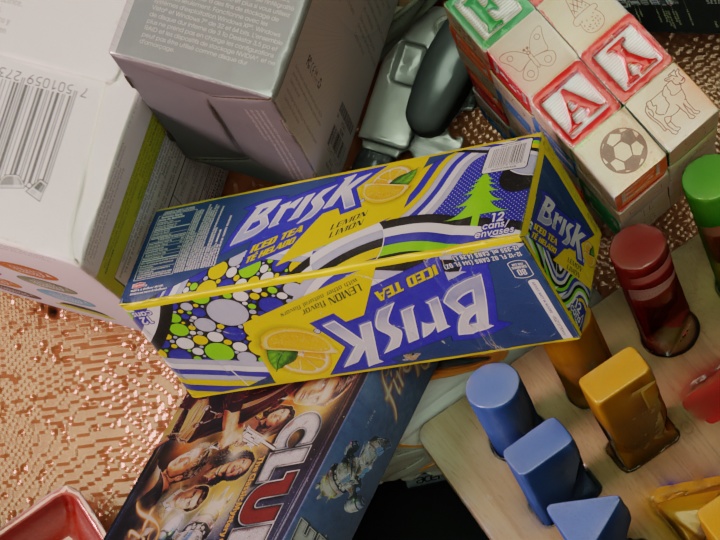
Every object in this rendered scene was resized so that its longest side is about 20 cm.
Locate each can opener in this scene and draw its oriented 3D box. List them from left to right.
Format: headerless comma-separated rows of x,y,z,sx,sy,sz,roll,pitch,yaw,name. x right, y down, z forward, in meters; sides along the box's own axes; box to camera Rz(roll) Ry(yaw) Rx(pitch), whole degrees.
0.015,-0.042,1.136,0.053,0.066,0.200,18,89,9,can opener

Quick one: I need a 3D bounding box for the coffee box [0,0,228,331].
-0.170,-0.099,1.097,0.200,0.198,0.200,16,81,11,coffee box

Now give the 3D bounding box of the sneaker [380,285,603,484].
0.046,0.076,1.099,0.200,0.076,0.092,-34,113,-2,sneaker

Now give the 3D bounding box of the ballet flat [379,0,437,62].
0.040,-0.176,1.118,0.067,0.064,0.200,38,75,10,ballet flat

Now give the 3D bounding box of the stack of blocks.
0.106,-0.073,1.056,0.059,0.200,0.115,-41,78,0,stack of blocks

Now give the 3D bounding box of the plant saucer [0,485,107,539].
-0.168,0.243,1.125,0.200,0.037,0.200,-35,79,1,plant saucer

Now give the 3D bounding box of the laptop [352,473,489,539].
-0.008,0.208,1.100,0.177,0.103,0.200,-12,105,-10,laptop

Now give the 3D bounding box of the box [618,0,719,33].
0.146,-0.214,1.044,0.086,0.164,0.200,-42,120,-30,box

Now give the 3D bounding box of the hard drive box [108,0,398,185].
-0.027,-0.152,1.003,0.077,0.156,0.200,17,79,11,hard drive box

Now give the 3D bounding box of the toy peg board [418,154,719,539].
0.142,0.061,0.968,0.199,0.098,0.200,-34,49,-4,toy peg board

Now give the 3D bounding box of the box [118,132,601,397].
0.000,0.000,1.001,0.200,0.070,0.064,-10,45,28,box

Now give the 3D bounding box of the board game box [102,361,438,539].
-0.050,0.099,1.036,0.135,0.035,0.200,-13,39,44,board game box
